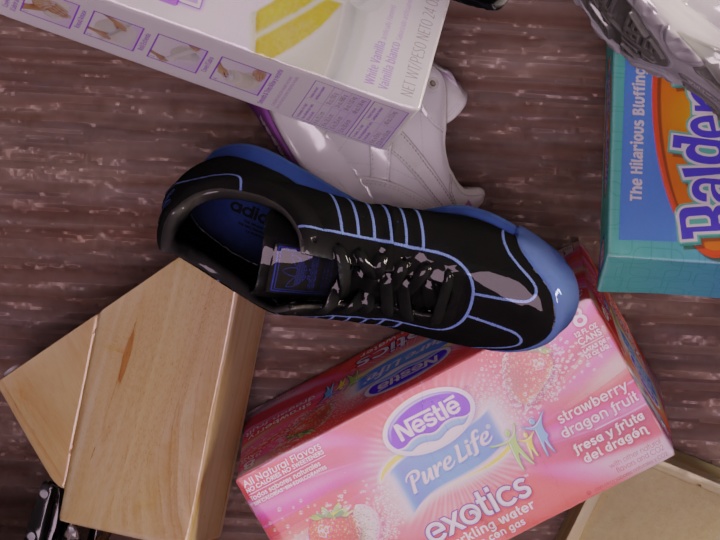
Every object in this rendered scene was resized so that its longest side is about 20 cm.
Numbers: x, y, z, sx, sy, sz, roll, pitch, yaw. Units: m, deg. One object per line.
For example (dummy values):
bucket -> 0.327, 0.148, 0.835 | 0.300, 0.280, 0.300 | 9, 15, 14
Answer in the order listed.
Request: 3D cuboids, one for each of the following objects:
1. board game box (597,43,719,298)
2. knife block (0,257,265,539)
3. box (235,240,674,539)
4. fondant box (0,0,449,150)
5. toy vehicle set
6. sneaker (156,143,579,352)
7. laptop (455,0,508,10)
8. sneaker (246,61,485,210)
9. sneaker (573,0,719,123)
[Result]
board game box -> 0.216, -0.059, 1.407 | 0.199, 0.045, 0.153 | 3, 66, 0
knife block -> -0.092, 0.102, 1.466 | 0.200, 0.064, 0.176 | -34, 83, 10
box -> 0.046, 0.082, 1.466 | 0.199, 0.103, 0.095 | -27, 105, 10
fondant box -> -0.054, -0.160, 1.361 | 0.199, 0.058, 0.145 | 19, 70, -8
toy vehicle set -> 0.146, 0.193, 1.537 | 0.124, 0.027, 0.201 | 23, 106, -6
sneaker -> 0.000, 0.000, 1.373 | 0.199, 0.078, 0.070 | 17, 116, 12
laptop -> 0.039, -0.225, 1.318 | 0.177, 0.200, 0.104 | -42, 129, -21
sneaker -> -0.009, -0.096, 1.442 | 0.099, 0.075, 0.201 | -30, 104, -12
sneaker -> 0.175, -0.124, 1.357 | 0.200, 0.078, 0.099 | 42, 77, -3
